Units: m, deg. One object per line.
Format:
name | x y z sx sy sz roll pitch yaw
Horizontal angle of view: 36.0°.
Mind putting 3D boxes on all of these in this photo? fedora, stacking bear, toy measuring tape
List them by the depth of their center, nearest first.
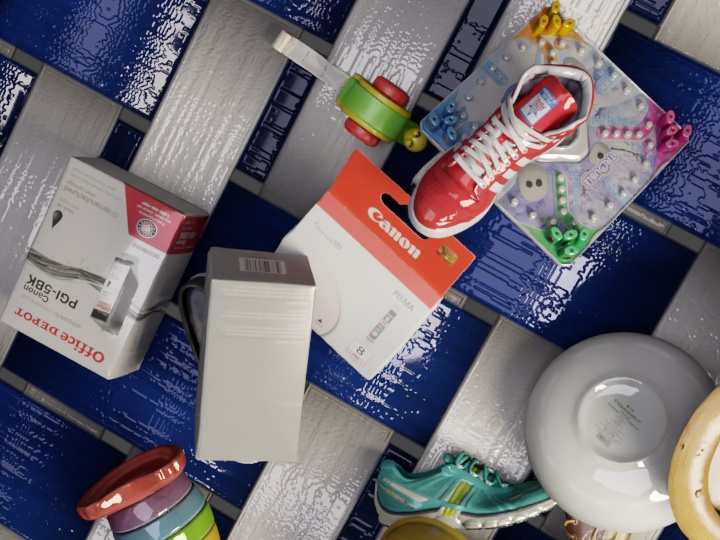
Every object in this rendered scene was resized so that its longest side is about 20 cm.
fedora | 0.358 0.161 1.005 0.200 0.082 0.201 -3 105 -10
toy measuring tape | -0.014 -0.186 1.143 0.200 0.074 0.074 37 100 6
stacking bear | -0.200 0.300 1.198 0.121 0.114 0.200 -27 99 -2

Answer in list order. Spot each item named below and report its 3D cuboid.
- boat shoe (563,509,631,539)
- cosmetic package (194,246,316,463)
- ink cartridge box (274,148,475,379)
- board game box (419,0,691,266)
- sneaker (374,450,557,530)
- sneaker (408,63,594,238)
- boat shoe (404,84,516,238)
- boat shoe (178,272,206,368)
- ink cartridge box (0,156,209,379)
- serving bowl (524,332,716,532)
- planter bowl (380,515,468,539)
boat shoe | 0.238 0.256 1.127 0.072 0.072 0.200 28 95 11
cosmetic package | -0.108 0.087 1.109 0.107 0.090 0.200 5 113 -12
ink cartridge box | 0.000 0.000 1.114 0.163 0.057 0.200 42 141 6
board game box | 0.194 -0.138 1.082 0.200 0.026 0.200 45 73 5
sneaker | 0.111 0.227 1.150 0.200 0.078 0.080 -4 85 12
sneaker | 0.128 -0.112 0.991 0.200 0.112 0.071 -41 85 -18
boat shoe | 0.122 -0.112 1.127 0.200 0.093 0.075 -36 81 -17
boat shoe | -0.145 0.099 1.192 0.070 0.066 0.200 -18 90 12
ink cartridge box | -0.277 -0.003 1.202 0.147 0.083 0.200 27 98 7
serving bowl | 0.256 0.152 1.083 0.200 0.066 0.200 -5 72 14
planter bowl | 0.055 0.350 1.085 0.200 0.083 0.201 17 114 43
